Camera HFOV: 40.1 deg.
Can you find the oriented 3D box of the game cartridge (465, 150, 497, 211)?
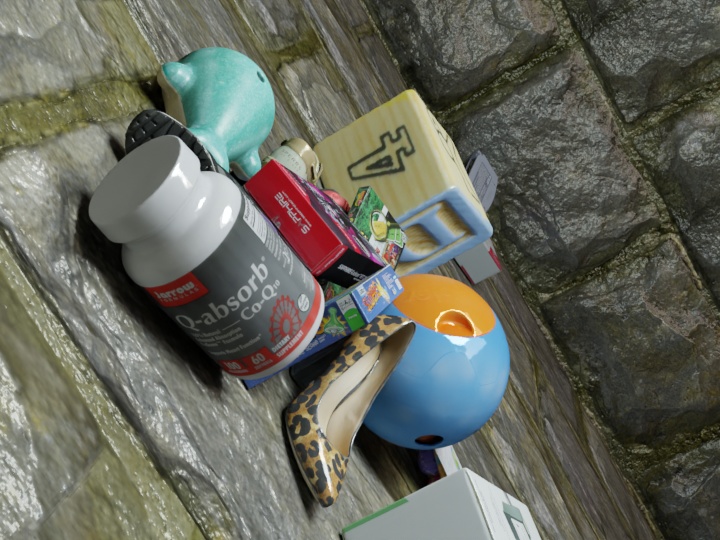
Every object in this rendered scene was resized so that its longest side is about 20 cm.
[{"bbox_3d":[0.359,-0.256,3.006,0.134,0.040,0.201,51,44,-23],"label":"game cartridge"}]

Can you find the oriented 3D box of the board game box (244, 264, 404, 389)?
[{"bbox_3d":[-0.035,0.052,0.994,0.035,0.135,0.200,60,13,-1],"label":"board game box"}]

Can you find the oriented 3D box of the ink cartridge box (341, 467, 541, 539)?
[{"bbox_3d":[0.092,0.285,0.992,0.200,0.145,0.085,42,23,-55],"label":"ink cartridge box"}]

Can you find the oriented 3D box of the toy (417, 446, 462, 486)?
[{"bbox_3d":[0.110,0.274,1.274,0.201,0.047,0.115,62,10,-15],"label":"toy"}]

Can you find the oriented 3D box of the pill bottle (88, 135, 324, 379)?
[{"bbox_3d":[-0.126,-0.009,0.826,0.200,0.115,0.116,51,18,-36],"label":"pill bottle"}]

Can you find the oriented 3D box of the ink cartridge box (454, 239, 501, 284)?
[{"bbox_3d":[0.256,-0.090,2.383,0.145,0.083,0.201,50,18,-38],"label":"ink cartridge box"}]

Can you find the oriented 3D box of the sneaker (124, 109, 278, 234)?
[{"bbox_3d":[-0.151,-0.071,0.951,0.200,0.076,0.088,51,5,-19],"label":"sneaker"}]

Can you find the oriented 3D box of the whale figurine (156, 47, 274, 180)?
[{"bbox_3d":[-0.149,-0.166,1.056,0.159,0.103,0.201,51,19,-26],"label":"whale figurine"}]

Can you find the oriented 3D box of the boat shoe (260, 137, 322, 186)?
[{"bbox_3d":[-0.079,-0.121,1.220,0.074,0.066,0.200,46,-1,-3],"label":"boat shoe"}]

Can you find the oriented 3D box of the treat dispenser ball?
[{"bbox_3d":[0.072,0.105,1.141,0.202,0.200,0.201,55,16,-24],"label":"treat dispenser ball"}]

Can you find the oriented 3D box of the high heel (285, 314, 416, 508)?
[{"bbox_3d":[0.000,0.127,0.961,0.072,0.142,0.201,52,17,-36],"label":"high heel"}]

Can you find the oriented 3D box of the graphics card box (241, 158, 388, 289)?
[{"bbox_3d":[-0.042,-0.042,1.089,0.126,0.051,0.200,50,7,18],"label":"graphics card box"}]

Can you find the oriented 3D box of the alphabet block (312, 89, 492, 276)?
[{"bbox_3d":[0.067,-0.125,1.561,0.195,0.195,0.201,42,24,-56],"label":"alphabet block"}]

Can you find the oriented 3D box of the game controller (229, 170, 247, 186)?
[{"bbox_3d":[-0.119,-0.061,1.098,0.105,0.042,0.200,59,14,-13],"label":"game controller"}]

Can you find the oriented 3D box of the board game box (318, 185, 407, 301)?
[{"bbox_3d":[0.000,0.000,1.256,0.105,0.023,0.201,48,48,-34],"label":"board game box"}]

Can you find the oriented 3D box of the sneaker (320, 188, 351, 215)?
[{"bbox_3d":[-0.013,-0.017,1.334,0.201,0.070,0.098,51,22,-41],"label":"sneaker"}]
